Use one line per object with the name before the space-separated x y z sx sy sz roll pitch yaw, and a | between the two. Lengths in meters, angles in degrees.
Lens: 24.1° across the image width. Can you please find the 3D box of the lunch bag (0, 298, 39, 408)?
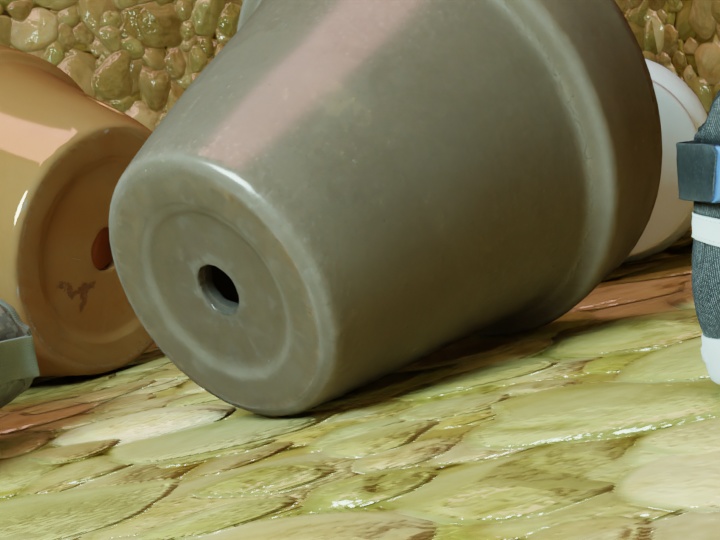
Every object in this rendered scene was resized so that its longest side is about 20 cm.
lunch bag | -0.247 0.040 0.693 0.198 0.119 0.164 -4 4 10

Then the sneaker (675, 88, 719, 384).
sneaker | 0.187 -0.034 0.480 0.199 0.113 0.073 -10 6 19

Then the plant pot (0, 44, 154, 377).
plant pot | -0.186 -0.023 0.945 0.139 0.202 0.199 12 19 36

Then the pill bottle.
pill bottle | 0.144 -0.065 0.960 0.113 0.115 0.200 -11 5 11

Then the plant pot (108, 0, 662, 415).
plant pot | -0.005 -0.036 0.680 0.199 0.201 0.174 -7 23 45
